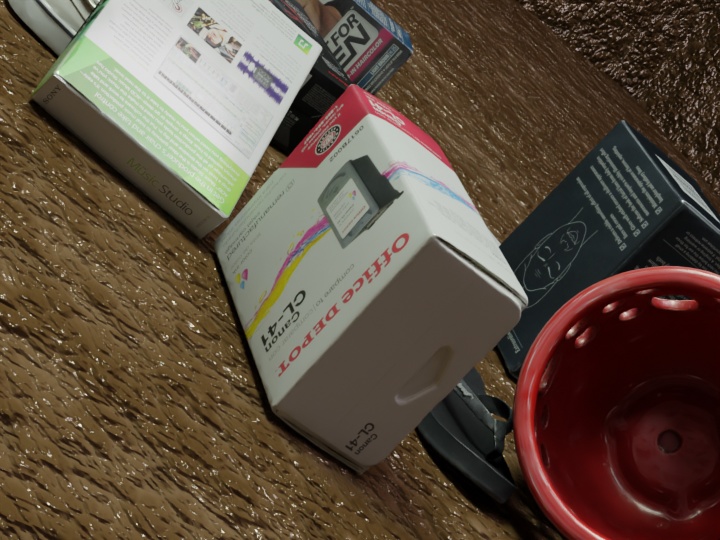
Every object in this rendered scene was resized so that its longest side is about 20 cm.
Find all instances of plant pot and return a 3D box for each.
[{"bbox_3d":[0.212,0.113,1.351,0.201,0.200,0.183,48,0,18],"label":"plant pot"}]

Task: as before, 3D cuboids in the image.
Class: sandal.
[{"bbox_3d":[0.071,0.089,1.352,0.076,0.043,0.200,38,15,-21],"label":"sandal"}]

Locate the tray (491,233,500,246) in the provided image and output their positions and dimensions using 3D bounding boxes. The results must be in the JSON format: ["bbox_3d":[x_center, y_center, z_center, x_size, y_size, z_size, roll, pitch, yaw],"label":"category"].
[{"bbox_3d":[0.061,-0.055,1.789,0.108,0.022,0.200,53,16,30],"label":"tray"}]

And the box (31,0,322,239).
[{"bbox_3d":[-0.117,-0.132,1.315,0.144,0.036,0.200,41,41,-14],"label":"box"}]

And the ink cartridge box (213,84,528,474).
[{"bbox_3d":[0.000,0.000,1.199,0.085,0.148,0.200,35,15,-28],"label":"ink cartridge box"}]

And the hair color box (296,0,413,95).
[{"bbox_3d":[-0.057,-0.236,1.825,0.200,0.100,0.061,39,16,-17],"label":"hair color box"}]

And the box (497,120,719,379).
[{"bbox_3d":[0.205,0.004,1.646,0.107,0.200,0.149,36,16,-30],"label":"box"}]

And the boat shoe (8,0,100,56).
[{"bbox_3d":[-0.151,-0.147,1.371,0.200,0.066,0.072,44,14,2],"label":"boat shoe"}]

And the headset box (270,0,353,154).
[{"bbox_3d":[-0.097,-0.196,1.647,0.148,0.075,0.200,32,18,-39],"label":"headset box"}]
